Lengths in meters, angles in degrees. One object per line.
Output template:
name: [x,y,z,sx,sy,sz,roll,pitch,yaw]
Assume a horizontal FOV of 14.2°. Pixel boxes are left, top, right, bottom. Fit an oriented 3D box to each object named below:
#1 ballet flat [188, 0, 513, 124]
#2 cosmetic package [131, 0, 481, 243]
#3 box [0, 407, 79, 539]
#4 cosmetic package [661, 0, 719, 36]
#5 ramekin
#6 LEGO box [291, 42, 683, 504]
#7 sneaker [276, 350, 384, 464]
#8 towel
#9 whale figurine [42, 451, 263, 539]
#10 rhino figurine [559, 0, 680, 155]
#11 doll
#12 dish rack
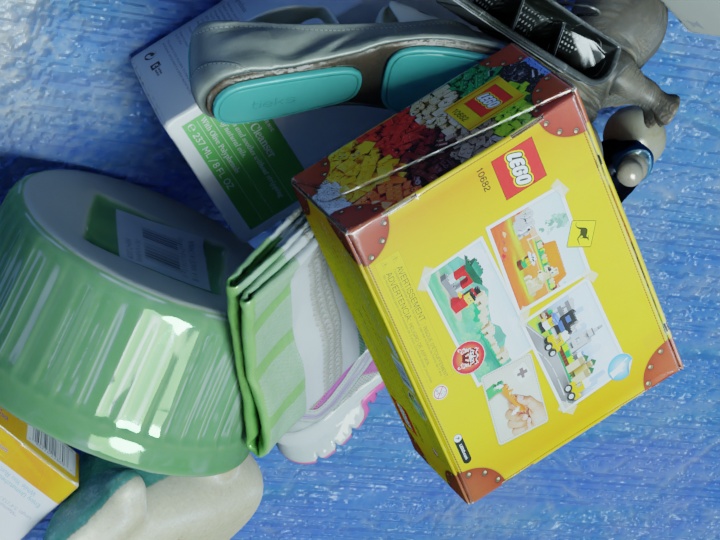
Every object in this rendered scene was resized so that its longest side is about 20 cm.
ballet flat: [0.002,-0.121,1.593,0.199,0.064,0.068,-4,147,-15]
cosmetic package: [-0.018,-0.122,1.678,0.200,0.085,0.108,-32,129,3]
box: [-0.276,0.147,1.718,0.200,0.042,0.119,-41,115,20]
cosmetic package: [0.231,-0.241,1.646,0.105,0.071,0.201,39,72,-42]
ramekin: [-0.136,0.024,1.668,0.199,0.200,0.098,14,111,-32]
LEGO box: [0.072,0.003,1.583,0.149,0.077,0.201,-31,123,-11]
sneaker: [-0.003,0.029,1.805,0.200,0.081,0.088,-46,127,8]
towel: [0.000,0.000,1.644,0.200,0.031,0.150,-46,148,-30]
whale figurine: [-0.143,0.137,1.776,0.159,0.104,0.200,-43,165,12]
rhino figurine: [0.145,-0.117,1.691,0.087,0.060,0.200,33,70,-6]
doll: [0.121,-0.033,1.740,0.049,0.136,0.200,50,57,-14]
dish rack: [0.102,-0.221,1.617,0.153,0.054,0.201,28,76,-44]
